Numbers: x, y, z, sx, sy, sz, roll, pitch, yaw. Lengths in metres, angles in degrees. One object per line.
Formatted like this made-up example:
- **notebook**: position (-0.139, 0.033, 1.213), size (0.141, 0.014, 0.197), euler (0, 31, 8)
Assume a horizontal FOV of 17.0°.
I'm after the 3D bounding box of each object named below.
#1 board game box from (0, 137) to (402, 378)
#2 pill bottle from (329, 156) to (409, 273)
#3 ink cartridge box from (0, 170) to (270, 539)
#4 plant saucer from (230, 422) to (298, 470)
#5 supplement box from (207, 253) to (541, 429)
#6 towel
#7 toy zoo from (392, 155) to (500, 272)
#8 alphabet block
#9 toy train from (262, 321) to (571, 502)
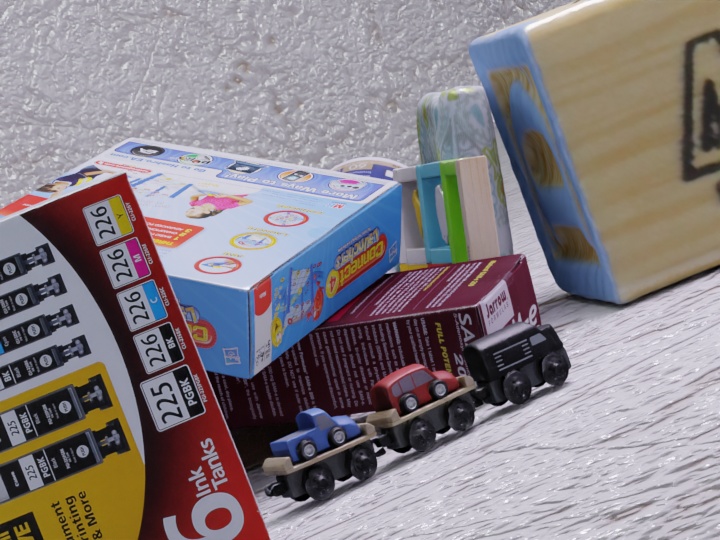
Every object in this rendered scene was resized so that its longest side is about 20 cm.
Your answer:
- **board game box**: position (-0.105, -0.013, 1.455), size (0.199, 0.056, 0.196), euler (11, 25, 25)
- **pill bottle**: position (0.000, 0.000, 1.779), size (0.111, 0.111, 0.200), euler (-20, 20, 14)
- **ink cartridge box**: position (-0.164, 0.075, 1.211), size (0.175, 0.201, 0.084), euler (-23, 3, -9)
- **plant saucer**: position (-0.103, 0.109, 1.574), size (0.200, 0.037, 0.200), euler (-22, 5, 2)
- **supplement box**: position (0.000, 0.044, 1.471), size (0.199, 0.061, 0.109), euler (-9, 14, 23)
- **towel**: position (0.074, -0.043, 1.695), size (0.048, 0.172, 0.200), euler (-11, 5, -2)
- **toy zoo**: position (0.055, -0.007, 1.600), size (0.020, 0.132, 0.200), euler (-8, 1, -13)
- **alphabet block**: position (0.212, -0.105, 1.646), size (0.199, 0.197, 0.195), euler (-22, 6, -7)
- **toy train**: position (0.030, 0.074, 1.317), size (0.200, 0.046, 0.034), euler (-24, 5, -27)
